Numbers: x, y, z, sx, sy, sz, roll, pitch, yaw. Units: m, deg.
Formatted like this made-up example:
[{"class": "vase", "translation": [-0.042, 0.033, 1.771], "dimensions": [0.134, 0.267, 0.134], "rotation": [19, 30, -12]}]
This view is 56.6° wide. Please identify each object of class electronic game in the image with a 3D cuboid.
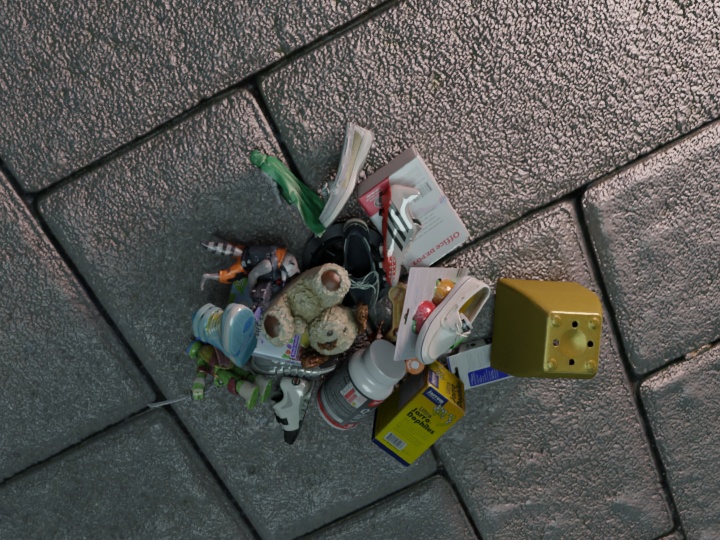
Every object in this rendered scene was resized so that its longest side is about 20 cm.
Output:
[{"class": "electronic game", "translation": [-0.024, -0.008, 1.370], "dimensions": [0.194, 0.042, 0.204], "rotation": [2, 120, 3]}]

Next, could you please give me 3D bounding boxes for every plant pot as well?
[{"class": "plant pot", "translation": [0.392, 0.129, 1.365], "dimensions": [0.190, 0.200, 0.200], "rotation": [3, 95, -7]}]

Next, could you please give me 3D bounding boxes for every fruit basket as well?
[{"class": "fruit basket", "translation": [0.142, 0.085, 1.362], "dimensions": [0.197, 0.093, 0.190], "rotation": [1, 102, -41]}]

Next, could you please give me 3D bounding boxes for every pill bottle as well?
[{"class": "pill bottle", "translation": [0.001, 0.240, 1.413], "dimensions": [0.114, 0.117, 0.200], "rotation": [31, 126, -17]}]

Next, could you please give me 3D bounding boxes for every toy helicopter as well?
[{"class": "toy helicopter", "translation": [0.073, 0.125, 1.438], "dimensions": [0.128, 0.079, 0.206], "rotation": [-2, 102, 5]}]

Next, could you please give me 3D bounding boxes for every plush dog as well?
[{"class": "plush dog", "translation": [-0.079, 0.090, 1.307], "dimensions": [0.199, 0.161, 0.173], "rotation": [-38, 104, 3]}]

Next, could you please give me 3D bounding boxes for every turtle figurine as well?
[{"class": "turtle figurine", "translation": [-0.294, 0.244, 1.389], "dimensions": [0.190, 0.203, 0.145], "rotation": [20, 157, 16]}]

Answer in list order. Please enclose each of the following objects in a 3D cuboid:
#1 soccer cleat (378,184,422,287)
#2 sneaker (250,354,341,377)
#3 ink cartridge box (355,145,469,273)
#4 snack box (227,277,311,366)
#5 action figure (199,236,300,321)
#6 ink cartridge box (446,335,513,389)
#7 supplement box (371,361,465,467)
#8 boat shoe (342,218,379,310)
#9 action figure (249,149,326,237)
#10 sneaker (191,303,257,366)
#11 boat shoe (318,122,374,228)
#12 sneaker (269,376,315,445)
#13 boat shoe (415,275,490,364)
[{"class": "soccer cleat", "translation": [0.077, -0.062, 1.262], "dimensions": [0.083, 0.069, 0.205], "rotation": [0, 112, 5]}, {"class": "sneaker", "translation": [-0.138, 0.160, 1.419], "dimensions": [0.194, 0.075, 0.119], "rotation": [-2, 111, -4]}, {"class": "ink cartridge box", "translation": [0.102, -0.117, 1.321], "dimensions": [0.146, 0.086, 0.201], "rotation": [-32, 114, 10]}, {"class": "snack box", "translation": [-0.177, 0.106, 1.361], "dimensions": [0.195, 0.053, 0.146], "rotation": [14, 72, -8]}, {"class": "action figure", "translation": [-0.211, -0.002, 1.275], "dimensions": [0.188, 0.202, 0.107], "rotation": [0, 127, 3]}, {"class": "ink cartridge box", "translation": [0.290, 0.201, 1.499], "dimensions": [0.195, 0.039, 0.102], "rotation": [-15, 113, -1]}, {"class": "supplement box", "translation": [0.127, 0.310, 1.467], "dimensions": [0.109, 0.109, 0.201], "rotation": [36, 115, -11]}, {"class": "boat shoe", "translation": [0.000, 0.000, 1.312], "dimensions": [0.073, 0.062, 0.204], "rotation": [0, 120, 4]}, {"class": "action figure", "translation": [-0.137, -0.154, 1.284], "dimensions": [0.054, 0.119, 0.200], "rotation": [-38, 103, 24]}, {"class": "sneaker", "translation": [-0.261, 0.097, 1.222], "dimensions": [0.129, 0.080, 0.201], "rotation": [31, 152, 11]}, {"class": "boat shoe", "translation": [-0.036, -0.180, 1.267], "dimensions": [0.064, 0.074, 0.206], "rotation": [24, 85, -3]}, {"class": "sneaker", "translation": [-0.159, 0.301, 1.468], "dimensions": [0.086, 0.075, 0.203], "rotation": [16, 127, -1]}, {"class": "boat shoe", "translation": [0.184, 0.101, 1.296], "dimensions": [0.201, 0.069, 0.071], "rotation": [-50, 127, -16]}]
